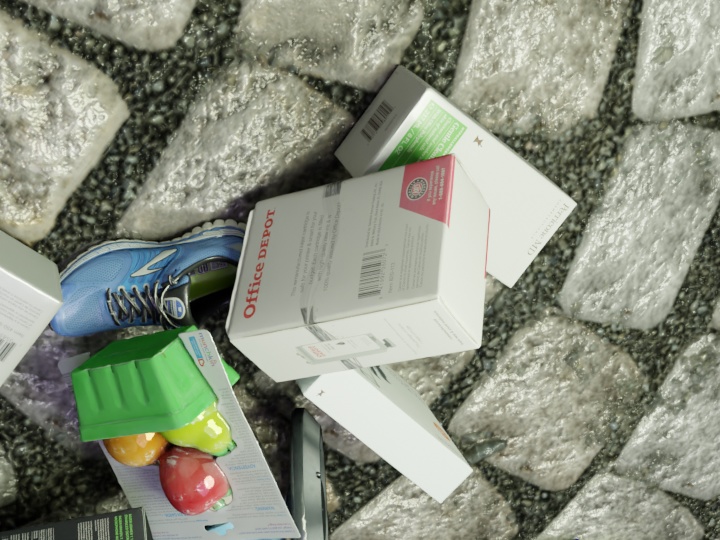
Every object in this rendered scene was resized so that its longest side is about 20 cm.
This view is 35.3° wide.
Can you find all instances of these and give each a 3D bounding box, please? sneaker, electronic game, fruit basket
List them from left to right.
[{"bbox_3d":[-0.180,0.014,0.998,0.198,0.089,0.079,-19,120,-7],"label":"sneaker"},{"bbox_3d":[-0.156,0.149,0.983,0.184,0.094,0.201,-13,113,35],"label":"fruit basket"},{"bbox_3d":[-0.053,0.233,1.089,0.041,0.200,0.202,-4,118,0],"label":"electronic game"}]

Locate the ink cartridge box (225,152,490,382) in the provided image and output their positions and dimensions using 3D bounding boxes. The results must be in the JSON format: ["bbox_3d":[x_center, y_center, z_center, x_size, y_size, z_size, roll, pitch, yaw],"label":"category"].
[{"bbox_3d":[0.000,0.000,0.948,0.198,0.148,0.083,-12,142,27],"label":"ink cartridge box"}]

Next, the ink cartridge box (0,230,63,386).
[{"bbox_3d":[-0.370,0.051,0.953,0.146,0.083,0.200,35,100,-29],"label":"ink cartridge box"}]

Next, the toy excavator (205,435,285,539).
[{"bbox_3d":[-0.112,0.276,1.137,0.099,0.194,0.202,-22,93,-7],"label":"toy excavator"}]

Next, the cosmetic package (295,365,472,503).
[{"bbox_3d":[0.005,0.117,1.078,0.052,0.151,0.200,-44,121,6],"label":"cosmetic package"}]

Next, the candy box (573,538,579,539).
[{"bbox_3d":[0.266,0.450,1.318,0.077,0.169,0.201,-3,120,-52],"label":"candy box"}]

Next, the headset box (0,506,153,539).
[{"bbox_3d":[-0.263,0.309,1.020,0.198,0.093,0.175,-8,138,-9],"label":"headset box"}]

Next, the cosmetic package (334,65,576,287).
[{"bbox_3d":[0.089,-0.085,1.045,0.199,0.085,0.108,31,101,-28],"label":"cosmetic package"}]
